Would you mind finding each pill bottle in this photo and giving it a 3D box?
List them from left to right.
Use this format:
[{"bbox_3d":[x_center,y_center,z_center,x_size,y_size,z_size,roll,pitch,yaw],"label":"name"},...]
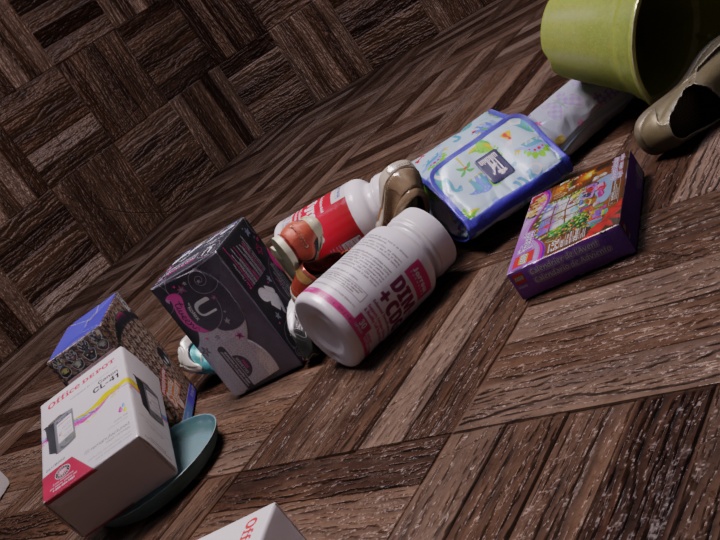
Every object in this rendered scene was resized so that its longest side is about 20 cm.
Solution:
[{"bbox_3d":[-0.023,-0.068,1.479,0.200,0.112,0.112,-29,17,20],"label":"pill bottle"},{"bbox_3d":[0.023,0.016,1.228,0.200,0.114,0.113,-43,17,-23],"label":"pill bottle"}]

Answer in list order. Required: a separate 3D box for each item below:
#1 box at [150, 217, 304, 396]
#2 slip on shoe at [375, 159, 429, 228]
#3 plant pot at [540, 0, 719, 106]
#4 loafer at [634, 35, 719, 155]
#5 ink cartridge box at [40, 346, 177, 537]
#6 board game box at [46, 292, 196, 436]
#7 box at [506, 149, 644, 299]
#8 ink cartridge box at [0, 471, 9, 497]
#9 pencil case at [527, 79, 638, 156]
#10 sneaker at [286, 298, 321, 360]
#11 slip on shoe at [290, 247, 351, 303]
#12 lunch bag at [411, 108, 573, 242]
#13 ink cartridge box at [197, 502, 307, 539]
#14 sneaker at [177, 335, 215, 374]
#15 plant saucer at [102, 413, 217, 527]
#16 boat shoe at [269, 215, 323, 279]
[{"bbox_3d":[-0.171,0.054,1.360,0.132,0.200,0.115,-28,16,26],"label":"box"},{"bbox_3d":[0.066,-0.068,1.344,0.076,0.200,0.061,-23,57,-14],"label":"slip on shoe"},{"bbox_3d":[0.347,-0.314,1.279,0.200,0.201,0.184,-42,33,-23],"label":"plant pot"},{"bbox_3d":[0.417,-0.211,1.157,0.200,0.076,0.067,-47,17,-3],"label":"loafer"},{"bbox_3d":[-0.325,0.213,1.237,0.147,0.086,0.200,-36,35,2],"label":"ink cartridge box"},{"bbox_3d":[-0.341,0.156,1.414,0.097,0.200,0.159,-35,16,4],"label":"board game box"},{"bbox_3d":[0.248,-0.055,1.104,0.137,0.039,0.200,-27,18,30],"label":"box"},{"bbox_3d":[-0.725,0.418,1.668,0.200,0.084,0.145,-33,16,8],"label":"ink cartridge box"},{"bbox_3d":[0.318,-0.229,1.389,0.200,0.083,0.091,-39,53,-14],"label":"pencil case"},{"bbox_3d":[-0.034,0.042,1.350,0.086,0.081,0.200,-14,30,28],"label":"sneaker"},{"bbox_3d":[0.000,0.000,1.311,0.199,0.061,0.074,-13,44,-24],"label":"slip on shoe"},{"bbox_3d":[0.174,-0.126,1.333,0.170,0.128,0.200,-34,28,-6],"label":"lunch bag"},{"bbox_3d":[-0.138,0.297,0.796,0.200,0.084,0.146,-31,16,19],"label":"ink cartridge box"},{"bbox_3d":[-0.209,0.110,1.554,0.079,0.078,0.200,9,31,24],"label":"sneaker"},{"bbox_3d":[-0.261,0.263,1.261,0.200,0.027,0.200,-33,17,11],"label":"plant saucer"},{"bbox_3d":[-0.085,-0.030,1.356,0.063,0.071,0.200,-41,-6,-10],"label":"boat shoe"}]
